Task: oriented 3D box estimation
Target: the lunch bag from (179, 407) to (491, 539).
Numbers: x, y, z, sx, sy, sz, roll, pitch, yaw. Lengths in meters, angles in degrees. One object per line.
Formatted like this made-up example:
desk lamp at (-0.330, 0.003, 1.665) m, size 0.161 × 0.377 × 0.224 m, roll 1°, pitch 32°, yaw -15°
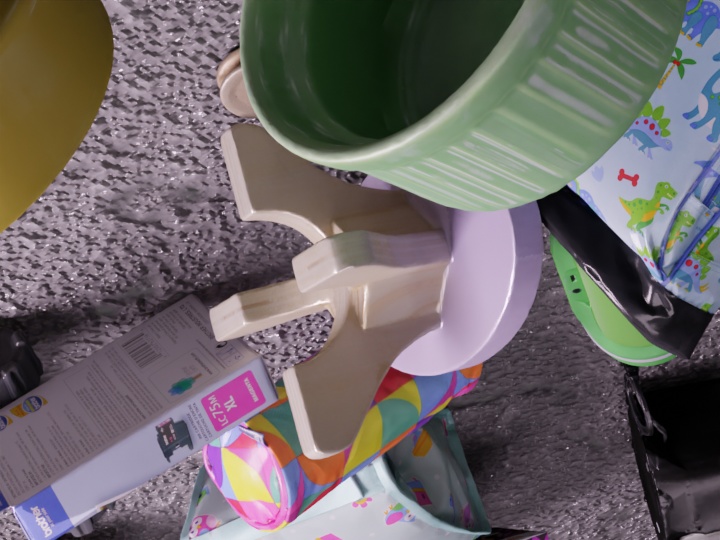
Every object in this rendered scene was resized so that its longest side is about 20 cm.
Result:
lunch bag at (-0.020, 0.164, 1.278) m, size 0.169 × 0.123 × 0.200 m, roll -23°, pitch 165°, yaw 17°

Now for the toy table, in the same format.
toy table at (0.000, 0.000, 0.995) m, size 0.116 × 0.185 × 0.200 m, roll -12°, pitch 160°, yaw -27°

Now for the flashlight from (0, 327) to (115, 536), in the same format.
flashlight at (-0.215, 0.105, 1.197) m, size 0.067 × 0.068 × 0.201 m, roll 8°, pitch 147°, yaw 14°

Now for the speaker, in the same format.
speaker at (0.165, -0.015, 1.124) m, size 0.088 × 0.089 × 0.200 m, roll -18°, pitch 148°, yaw 7°

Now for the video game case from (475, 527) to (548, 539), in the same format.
video game case at (0.039, 0.245, 1.427) m, size 0.180 × 0.036 × 0.200 m, roll -16°, pitch 178°, yaw -15°

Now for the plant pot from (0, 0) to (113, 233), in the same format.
plant pot at (-0.230, -0.116, 0.730) m, size 0.199 × 0.202 × 0.189 m, roll -21°, pitch 134°, yaw 13°

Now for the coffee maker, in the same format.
coffee maker at (0.310, 0.131, 1.362) m, size 0.198 × 0.136 × 0.193 m, roll -15°, pitch 148°, yaw 3°

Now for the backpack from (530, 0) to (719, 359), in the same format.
backpack at (0.171, -0.087, 0.935) m, size 0.200 × 0.163 × 0.154 m, roll -43°, pitch 142°, yaw 8°

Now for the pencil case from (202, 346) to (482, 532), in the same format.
pencil case at (-0.011, 0.083, 1.146) m, size 0.199 × 0.089 × 0.089 m, roll -30°, pitch 162°, yaw -37°

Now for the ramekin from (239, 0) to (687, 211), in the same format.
ramekin at (0.048, -0.124, 0.790) m, size 0.097 × 0.201 × 0.200 m, roll 24°, pitch 133°, yaw -40°

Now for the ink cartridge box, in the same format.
ink cartridge box at (-0.158, 0.095, 1.085) m, size 0.199 × 0.119 × 0.042 m, roll -29°, pitch 118°, yaw -14°

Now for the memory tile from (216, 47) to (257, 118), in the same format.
memory tile at (0.031, -0.129, 0.958) m, size 0.153 × 0.017 × 0.200 m, roll 17°, pitch 138°, yaw -39°
